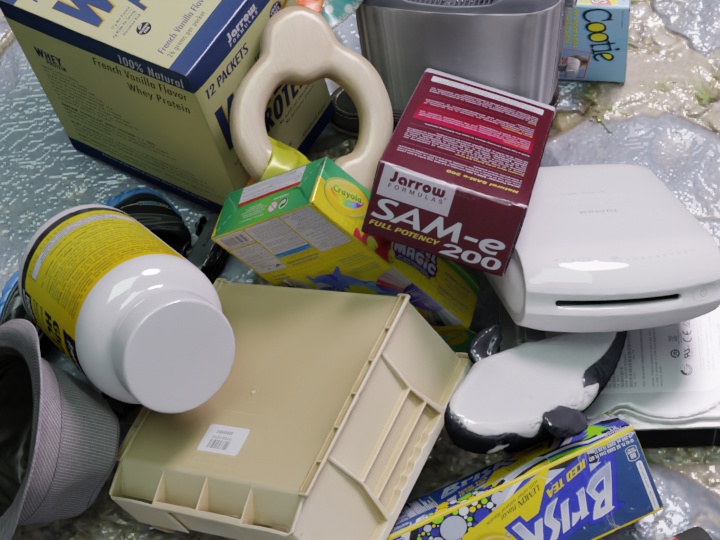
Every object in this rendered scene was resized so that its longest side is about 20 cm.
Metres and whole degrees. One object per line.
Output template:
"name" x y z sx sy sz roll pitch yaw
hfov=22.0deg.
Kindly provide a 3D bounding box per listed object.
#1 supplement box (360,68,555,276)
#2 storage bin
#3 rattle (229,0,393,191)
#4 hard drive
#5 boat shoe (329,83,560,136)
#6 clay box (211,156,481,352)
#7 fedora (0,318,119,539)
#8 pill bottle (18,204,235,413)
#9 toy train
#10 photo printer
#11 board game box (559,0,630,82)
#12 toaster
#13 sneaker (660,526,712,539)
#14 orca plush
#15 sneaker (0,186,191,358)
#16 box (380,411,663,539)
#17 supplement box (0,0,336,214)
"supplement box" 0.075 -0.076 1.352 0.109 0.061 0.200 18 27 4
"storage bin" -0.055 0.113 1.354 0.200 0.094 0.199 5 57 41
"rattle" -0.041 -0.144 1.445 0.130 0.143 0.201 -6 84 5
"hard drive" 0.206 0.068 1.431 0.199 0.038 0.140 -2 60 6
"boat shoe" 0.068 -0.153 1.563 0.199 0.057 0.067 -1 60 5
"clay box" 0.000 0.000 1.391 0.115 0.200 0.048 -16 47 44
"fedora" -0.241 0.130 1.376 0.090 0.200 0.177 12 66 -33
"pill bottle" -0.170 0.030 1.361 0.112 0.113 0.200 -35 31 -14
"toy train" -0.153 0.042 1.481 0.034 0.046 0.200 19 62 16
"photo printer" 0.173 -0.016 1.400 0.166 0.070 0.200 -4 24 -9
"board game box" 0.130 -0.235 1.577 0.199 0.105 0.103 4 60 8
"toaster" 0.074 -0.189 1.468 0.199 0.129 0.114 4 38 12
"sneaker" 0.232 0.283 1.287 0.108 0.067 0.202 -22 57 -6
"orca plush" 0.128 0.086 1.370 0.105 0.071 0.200 30 46 12
"sneaker" -0.217 0.013 1.489 0.083 0.071 0.200 34 65 29
"box" 0.112 0.177 1.346 0.199 0.064 0.070 -23 99 -6
"supplement box" -0.153 -0.173 1.504 0.200 0.200 0.134 23 65 26
